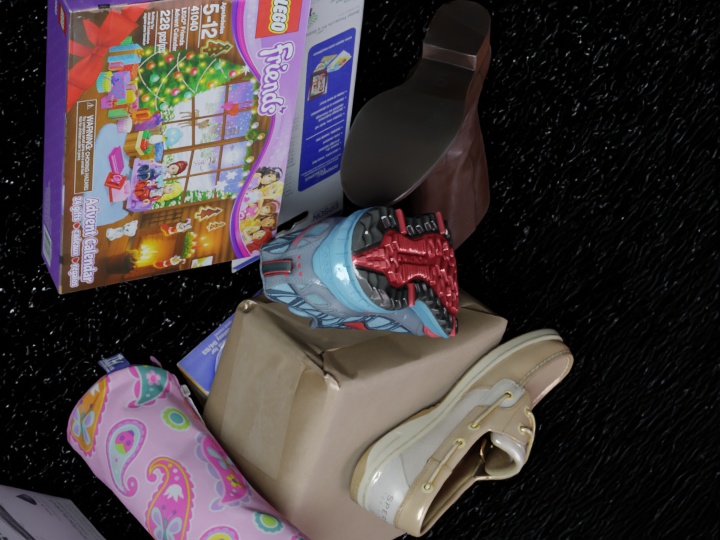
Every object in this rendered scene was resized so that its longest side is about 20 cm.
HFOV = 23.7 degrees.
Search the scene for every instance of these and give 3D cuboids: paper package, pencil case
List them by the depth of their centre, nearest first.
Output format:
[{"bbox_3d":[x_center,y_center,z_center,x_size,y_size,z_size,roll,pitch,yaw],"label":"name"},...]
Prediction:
[{"bbox_3d":[-0.106,0.145,1.102,0.087,0.200,0.088,-32,151,-21],"label":"pencil case"},{"bbox_3d":[-0.015,0.105,1.200,0.190,0.103,0.201,-16,136,-45],"label":"paper package"}]

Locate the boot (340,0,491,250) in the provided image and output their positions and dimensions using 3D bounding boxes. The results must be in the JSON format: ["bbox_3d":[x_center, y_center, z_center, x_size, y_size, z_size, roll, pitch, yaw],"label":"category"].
[{"bbox_3d":[0.044,-0.056,1.175,0.187,0.064,0.200,-57,161,-31],"label":"boot"}]

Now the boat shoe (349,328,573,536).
[{"bbox_3d":[0.084,0.115,1.174,0.200,0.069,0.074,-36,149,-28],"label":"boat shoe"}]

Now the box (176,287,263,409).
[{"bbox_3d":[-0.059,0.074,1.248,0.119,0.041,0.200,-42,148,-14],"label":"box"}]

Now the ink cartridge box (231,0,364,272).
[{"bbox_3d":[-0.050,-0.098,1.058,0.099,0.039,0.201,-30,144,-32],"label":"ink cartridge box"}]

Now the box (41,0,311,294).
[{"bbox_3d":[-0.106,-0.082,0.958,0.136,0.039,0.201,-12,137,-23],"label":"box"}]

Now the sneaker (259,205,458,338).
[{"bbox_3d":[0.000,0.000,1.074,0.200,0.095,0.080,24,62,-66],"label":"sneaker"}]

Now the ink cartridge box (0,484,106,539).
[{"bbox_3d":[-0.221,0.205,1.065,0.083,0.145,0.200,-51,151,5],"label":"ink cartridge box"}]
